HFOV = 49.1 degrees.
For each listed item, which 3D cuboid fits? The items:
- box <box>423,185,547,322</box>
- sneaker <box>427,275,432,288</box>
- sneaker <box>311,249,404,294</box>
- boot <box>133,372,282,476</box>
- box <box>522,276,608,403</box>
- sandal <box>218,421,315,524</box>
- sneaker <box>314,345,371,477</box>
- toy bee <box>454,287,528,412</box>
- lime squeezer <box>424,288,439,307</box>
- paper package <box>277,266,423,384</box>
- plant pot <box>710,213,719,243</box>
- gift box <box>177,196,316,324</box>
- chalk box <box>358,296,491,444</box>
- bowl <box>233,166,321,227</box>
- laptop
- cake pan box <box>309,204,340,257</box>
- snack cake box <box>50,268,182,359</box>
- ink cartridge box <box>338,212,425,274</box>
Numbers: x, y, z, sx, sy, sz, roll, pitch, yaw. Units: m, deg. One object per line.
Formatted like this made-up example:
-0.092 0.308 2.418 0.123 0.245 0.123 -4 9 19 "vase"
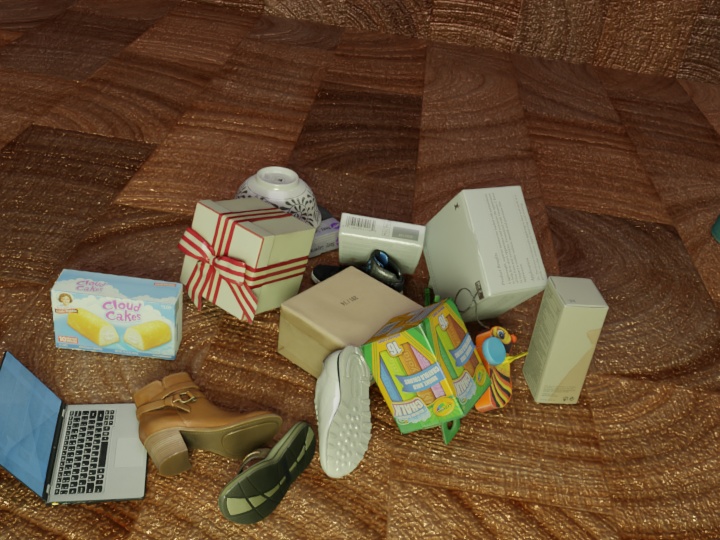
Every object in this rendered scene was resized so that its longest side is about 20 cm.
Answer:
0.221 -0.024 1.457 0.130 0.200 0.200 -6 74 -23 "box"
0.224 -0.001 1.619 0.089 0.079 0.200 33 47 23 "sneaker"
0.000 0.000 1.516 0.199 0.112 0.073 22 34 21 "sneaker"
-0.230 0.208 1.165 0.199 0.074 0.155 -10 39 -27 "boot"
0.340 0.118 1.326 0.077 0.201 0.095 4 32 -8 "box"
-0.132 0.279 1.093 0.057 0.080 0.201 5 21 28 "sandal"
-0.034 0.215 1.189 0.076 0.080 0.201 32 52 -34 "sneaker"
0.231 0.137 1.331 0.108 0.201 0.131 9 -4 -39 "toy bee"
0.126 0.076 1.476 0.037 0.071 0.200 -10 3 1 "lime squeezer"
-0.015 0.101 1.364 0.190 0.104 0.200 29 37 29 "paper package"
0.986 -0.150 1.915 0.199 0.189 0.200 6 32 -3 "plant pot"
-0.209 -0.011 1.428 0.184 0.201 0.186 23 19 28 "gift box"
0.113 0.167 1.223 0.124 0.201 0.125 -24 6 34 "chalk box"
-0.176 -0.157 1.648 0.199 0.095 0.201 7 32 -4 "bowl"
-0.395 0.212 1.086 0.199 0.116 0.188 1 33 -12 "laptop"
-0.153 -0.090 1.682 0.199 0.053 0.184 -18 43 -35 "cake pan box"
-0.399 0.073 1.304 0.199 0.116 0.067 7 32 -2 "snack cake box"
0.038 -0.048 1.540 0.159 0.200 0.048 9 75 1 "ink cartridge box"
